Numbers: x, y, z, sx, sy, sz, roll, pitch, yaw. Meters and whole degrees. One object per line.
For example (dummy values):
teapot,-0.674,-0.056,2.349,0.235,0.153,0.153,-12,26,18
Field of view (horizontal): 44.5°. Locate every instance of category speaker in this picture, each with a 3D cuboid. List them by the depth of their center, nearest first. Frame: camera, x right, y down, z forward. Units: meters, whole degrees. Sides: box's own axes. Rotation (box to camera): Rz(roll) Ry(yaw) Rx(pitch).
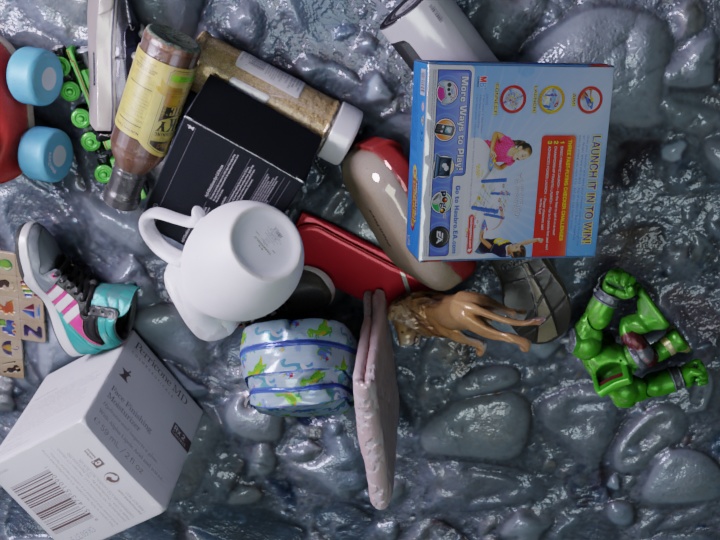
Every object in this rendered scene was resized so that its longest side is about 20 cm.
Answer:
speaker,0.112,-0.207,0.943,0.081,0.081,0.200,-34,112,21

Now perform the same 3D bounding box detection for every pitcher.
pitcher,-0.158,-0.018,0.948,0.172,0.121,0.200,47,147,-9

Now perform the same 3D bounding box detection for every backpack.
backpack,-0.071,0.115,1.056,0.162,0.154,0.200,2,149,2

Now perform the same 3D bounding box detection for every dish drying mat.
dish drying mat,0.000,0.000,1.101,0.199,0.018,0.077,26,119,-10

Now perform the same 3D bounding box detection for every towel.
towel,0.020,0.154,1.077,0.032,0.191,0.201,-4,124,8

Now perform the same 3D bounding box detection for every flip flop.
flip flop,0.194,-0.004,1.067,0.081,0.058,0.201,-27,98,23

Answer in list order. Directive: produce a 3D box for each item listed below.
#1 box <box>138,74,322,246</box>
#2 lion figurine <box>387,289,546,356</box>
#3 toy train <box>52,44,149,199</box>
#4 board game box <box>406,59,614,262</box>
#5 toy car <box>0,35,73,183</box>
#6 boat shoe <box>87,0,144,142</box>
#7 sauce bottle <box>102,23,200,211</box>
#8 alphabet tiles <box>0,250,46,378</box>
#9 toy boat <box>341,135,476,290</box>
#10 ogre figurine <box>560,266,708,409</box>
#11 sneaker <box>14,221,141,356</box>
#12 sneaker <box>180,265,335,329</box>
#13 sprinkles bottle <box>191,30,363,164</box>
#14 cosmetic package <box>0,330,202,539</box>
box,-0.150,-0.100,0.987,0.141,0.079,0.200,27,141,-13
lion figurine,0.117,0.052,1.029,0.122,0.073,0.200,26,157,-15
toy train,-0.299,-0.167,1.021,0.056,0.042,0.201,-17,115,-2
board game box,0.151,-0.113,0.907,0.195,0.056,0.201,-1,107,-12
toy car,-0.443,-0.152,0.928,0.183,0.200,0.178,11,120,14
boat shoe,-0.248,-0.243,0.968,0.092,0.075,0.201,-3,112,-26
sauce bottle,-0.227,-0.157,0.933,0.064,0.065,0.201,22,118,-8
alphabet tiles,-0.505,0.057,1.181,0.166,0.008,0.201,8,120,0
toy boat,0.077,-0.078,1.009,0.130,0.130,0.200,-36,114,-10
ogre figurine,0.329,0.095,1.080,0.120,0.098,0.200,-37,133,16
sneaker,-0.341,0.023,1.102,0.120,0.084,0.201,-6,126,13
sneaker,-0.130,0.046,1.096,0.199,0.082,0.077,-5,126,10
sprinkles bottle,-0.098,-0.190,0.976,0.199,0.068,0.068,26,118,-9
cosmetic package,-0.336,0.219,1.145,0.164,0.200,0.165,-27,114,19
